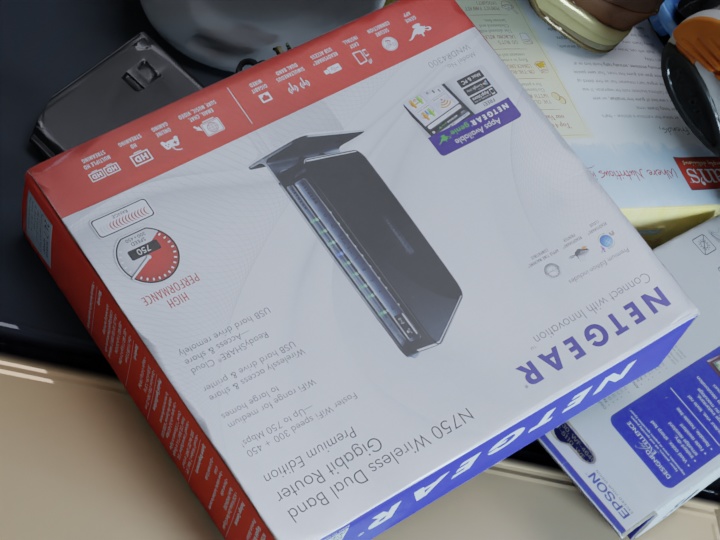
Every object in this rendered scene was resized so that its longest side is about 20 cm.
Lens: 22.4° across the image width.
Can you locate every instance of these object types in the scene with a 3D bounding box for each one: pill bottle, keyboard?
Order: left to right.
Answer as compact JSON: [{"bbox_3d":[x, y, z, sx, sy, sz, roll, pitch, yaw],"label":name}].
[{"bbox_3d":[-0.050,-0.198,0.841,0.111,0.111,0.200,12,49,-23],"label":"pill bottle"},{"bbox_3d":[-0.033,-0.025,0.766,0.200,0.021,0.127,44,56,6],"label":"keyboard"}]

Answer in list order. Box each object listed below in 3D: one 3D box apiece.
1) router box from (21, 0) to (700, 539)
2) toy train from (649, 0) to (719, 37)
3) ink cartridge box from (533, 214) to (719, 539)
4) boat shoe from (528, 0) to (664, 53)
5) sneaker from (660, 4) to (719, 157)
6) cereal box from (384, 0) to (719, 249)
[{"bbox_3d":[0.000,0.000,0.709,0.200,0.049,0.180,-28,71,-25],"label":"router box"},{"bbox_3d":[0.212,-0.144,0.969,0.114,0.087,0.200,51,28,-17],"label":"toy train"},{"bbox_3d":[0.129,0.048,0.798,0.200,0.039,0.099,-23,68,-44],"label":"ink cartridge box"},{"bbox_3d":[0.076,-0.168,0.829,0.200,0.068,0.072,23,44,-42],"label":"boat shoe"},{"bbox_3d":[0.223,-0.050,0.858,0.092,0.076,0.200,-39,113,-29],"label":"sneaker"},{"bbox_3d":[0.093,-0.098,0.897,0.144,0.040,0.200,-3,56,-37],"label":"cereal box"}]
